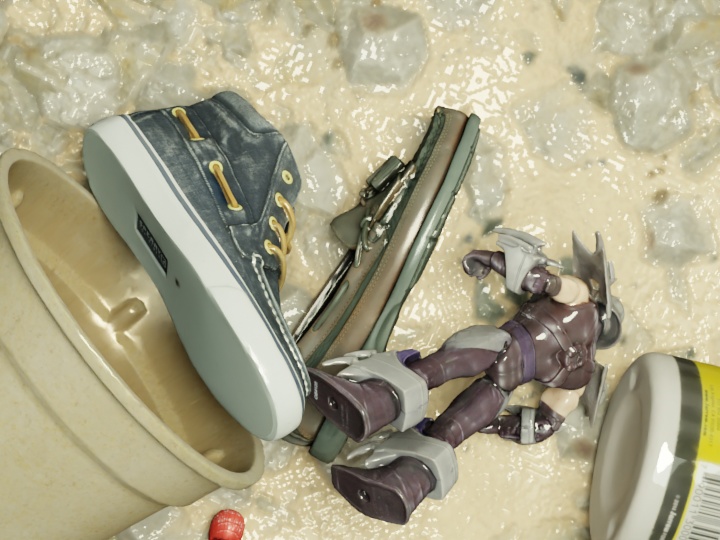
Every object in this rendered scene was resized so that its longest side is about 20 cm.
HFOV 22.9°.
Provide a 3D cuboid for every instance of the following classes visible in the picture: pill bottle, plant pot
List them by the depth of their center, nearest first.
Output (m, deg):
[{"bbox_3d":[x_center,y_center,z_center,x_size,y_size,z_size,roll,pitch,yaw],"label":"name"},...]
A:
[{"bbox_3d":[-0.179,0.076,0.876,0.183,0.200,0.201,-37,93,8],"label":"plant pot"},{"bbox_3d":[0.230,0.119,0.934,0.198,0.114,0.115,14,89,-5],"label":"pill bottle"}]

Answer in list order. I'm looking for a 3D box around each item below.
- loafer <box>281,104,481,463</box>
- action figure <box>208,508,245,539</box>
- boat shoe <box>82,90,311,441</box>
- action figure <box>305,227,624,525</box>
[{"bbox_3d":[0.000,0.000,0.938,0.062,0.072,0.201,24,91,1],"label":"loafer"},{"bbox_3d":[-0.099,0.224,0.941,0.065,0.052,0.202,20,84,-10],"label":"action figure"},{"bbox_3d":[-0.057,-0.012,0.890,0.090,0.071,0.201,-21,61,-25],"label":"boat shoe"},{"bbox_3d":[0.067,0.048,0.917,0.199,0.069,0.131,-25,118,-33],"label":"action figure"}]
